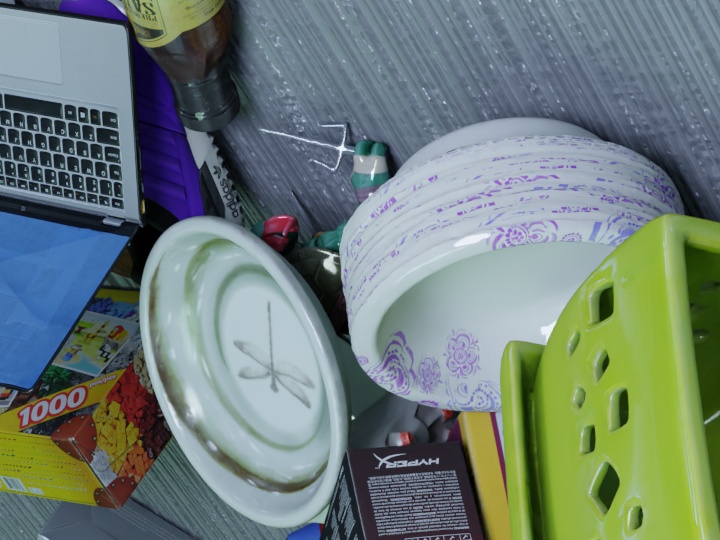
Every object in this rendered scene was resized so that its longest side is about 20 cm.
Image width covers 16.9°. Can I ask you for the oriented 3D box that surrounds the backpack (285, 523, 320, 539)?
[{"bbox_3d":[0.044,0.260,1.775,0.200,0.167,0.163,55,167,39],"label":"backpack"}]

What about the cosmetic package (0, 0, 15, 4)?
[{"bbox_3d":[-0.291,-0.156,1.608,0.150,0.052,0.201,7,128,33],"label":"cosmetic package"}]

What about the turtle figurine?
[{"bbox_3d":[0.000,0.000,1.539,0.199,0.101,0.150,30,148,-3],"label":"turtle figurine"}]

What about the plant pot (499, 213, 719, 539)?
[{"bbox_3d":[0.188,0.108,1.321,0.199,0.200,0.181,14,149,-32],"label":"plant pot"}]

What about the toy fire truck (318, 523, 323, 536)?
[{"bbox_3d":[0.054,0.192,1.623,0.199,0.168,0.113,-9,97,7],"label":"toy fire truck"}]

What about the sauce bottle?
[{"bbox_3d":[-0.111,-0.165,1.445,0.066,0.066,0.200,16,142,27],"label":"sauce bottle"}]

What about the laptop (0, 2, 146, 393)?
[{"bbox_3d":[-0.238,-0.053,1.483,0.187,0.116,0.201,12,113,34],"label":"laptop"}]

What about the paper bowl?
[{"bbox_3d":[0.087,-0.010,1.382,0.200,0.105,0.201,-7,147,-4],"label":"paper bowl"}]

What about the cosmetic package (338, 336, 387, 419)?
[{"bbox_3d":[-0.016,0.095,1.715,0.200,0.051,0.083,35,147,1],"label":"cosmetic package"}]

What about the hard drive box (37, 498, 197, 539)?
[{"bbox_3d":[-0.207,0.283,2.118,0.155,0.077,0.200,31,148,7],"label":"hard drive box"}]

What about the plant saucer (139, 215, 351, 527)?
[{"bbox_3d":[-0.060,0.057,1.500,0.200,0.050,0.201,28,129,42],"label":"plant saucer"}]

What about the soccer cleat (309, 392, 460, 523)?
[{"bbox_3d":[0.019,0.111,1.579,0.077,0.200,0.070,-16,100,24],"label":"soccer cleat"}]

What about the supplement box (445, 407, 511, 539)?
[{"bbox_3d":[0.155,0.155,1.476,0.199,0.131,0.103,-2,150,-13],"label":"supplement box"}]

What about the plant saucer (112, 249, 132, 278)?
[{"bbox_3d":[-0.174,-0.058,1.677,0.200,0.035,0.201,25,147,18],"label":"plant saucer"}]

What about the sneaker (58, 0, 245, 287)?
[{"bbox_3d":[-0.151,-0.077,1.541,0.069,0.099,0.201,-4,118,52],"label":"sneaker"}]

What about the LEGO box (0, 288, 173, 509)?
[{"bbox_3d":[-0.225,0.089,1.808,0.199,0.149,0.077,3,136,40],"label":"LEGO box"}]

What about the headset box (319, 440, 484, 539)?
[{"bbox_3d":[0.032,0.224,1.417,0.077,0.201,0.149,-4,144,-14],"label":"headset box"}]
